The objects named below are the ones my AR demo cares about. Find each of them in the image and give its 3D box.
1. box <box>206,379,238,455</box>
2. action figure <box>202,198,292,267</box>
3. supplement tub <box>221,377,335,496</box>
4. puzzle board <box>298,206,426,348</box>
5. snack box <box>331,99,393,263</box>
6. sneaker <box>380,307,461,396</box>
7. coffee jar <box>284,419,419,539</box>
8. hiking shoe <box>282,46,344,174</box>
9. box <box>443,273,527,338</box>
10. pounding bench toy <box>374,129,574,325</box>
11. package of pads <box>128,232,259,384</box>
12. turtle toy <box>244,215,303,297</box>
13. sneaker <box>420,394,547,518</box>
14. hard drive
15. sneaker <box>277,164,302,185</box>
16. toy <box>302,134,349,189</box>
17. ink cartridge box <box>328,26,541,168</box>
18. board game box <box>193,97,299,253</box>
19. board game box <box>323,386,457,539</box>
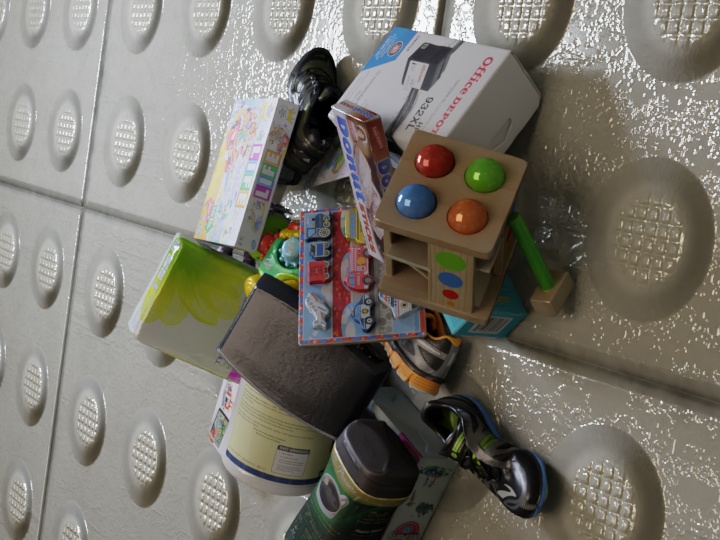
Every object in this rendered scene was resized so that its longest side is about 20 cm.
[{"bbox_3d":[-0.163,0.186,1.795,0.110,0.035,0.201,38,116,48],"label":"box"},{"bbox_3d":[-0.169,-0.057,1.761,0.070,0.130,0.200,-71,3,-46],"label":"action figure"},{"bbox_3d":[-0.092,0.177,1.610,0.145,0.145,0.201,35,114,49],"label":"supplement tub"},{"bbox_3d":[0.000,0.000,1.483,0.017,0.150,0.201,77,-171,-54],"label":"puzzle board"},{"bbox_3d":[0.016,-0.095,1.408,0.072,0.024,0.201,33,145,51],"label":"snack box"},{"bbox_3d":[0.057,0.063,1.492,0.077,0.078,0.200,-53,49,17],"label":"sneaker"},{"bbox_3d":[-0.010,0.274,1.434,0.104,0.085,0.200,56,128,43],"label":"coffee jar"},{"bbox_3d":[-0.047,-0.224,1.637,0.101,0.076,0.201,-25,47,42],"label":"hiking shoe"},{"bbox_3d":[0.113,-0.018,1.410,0.049,0.082,0.201,-49,50,37],"label":"box"},{"bbox_3d":[0.129,-0.039,1.278,0.156,0.199,0.125,86,-155,-57],"label":"pounding bench toy"},{"bbox_3d":[-0.198,0.058,1.674,0.155,0.199,0.068,-60,22,7],"label":"package of pads"},{"bbox_3d":[-0.083,-0.018,1.608,0.200,0.145,0.102,11,111,53],"label":"turtle toy"},{"bbox_3d":[0.133,0.206,1.356,0.200,0.082,0.071,44,121,46],"label":"sneaker"},{"bbox_3d":[-0.074,0.109,1.497,0.200,0.042,0.135,35,105,12],"label":"hard drive"},{"bbox_3d":[-0.127,-0.165,1.731,0.200,0.074,0.087,-170,95,-69],"label":"sneaker"},{"bbox_3d":[-0.002,-0.157,1.597,0.200,0.047,0.116,-2,61,63],"label":"toy"},{"bbox_3d":[0.083,-0.188,1.407,0.200,0.084,0.145,24,73,47],"label":"ink cartridge box"},{"bbox_3d":[-0.152,-0.128,1.628,0.134,0.034,0.201,10,83,59],"label":"board game box"},{"bbox_3d":[0.023,0.267,1.514,0.148,0.064,0.201,47,123,46],"label":"board game box"}]
